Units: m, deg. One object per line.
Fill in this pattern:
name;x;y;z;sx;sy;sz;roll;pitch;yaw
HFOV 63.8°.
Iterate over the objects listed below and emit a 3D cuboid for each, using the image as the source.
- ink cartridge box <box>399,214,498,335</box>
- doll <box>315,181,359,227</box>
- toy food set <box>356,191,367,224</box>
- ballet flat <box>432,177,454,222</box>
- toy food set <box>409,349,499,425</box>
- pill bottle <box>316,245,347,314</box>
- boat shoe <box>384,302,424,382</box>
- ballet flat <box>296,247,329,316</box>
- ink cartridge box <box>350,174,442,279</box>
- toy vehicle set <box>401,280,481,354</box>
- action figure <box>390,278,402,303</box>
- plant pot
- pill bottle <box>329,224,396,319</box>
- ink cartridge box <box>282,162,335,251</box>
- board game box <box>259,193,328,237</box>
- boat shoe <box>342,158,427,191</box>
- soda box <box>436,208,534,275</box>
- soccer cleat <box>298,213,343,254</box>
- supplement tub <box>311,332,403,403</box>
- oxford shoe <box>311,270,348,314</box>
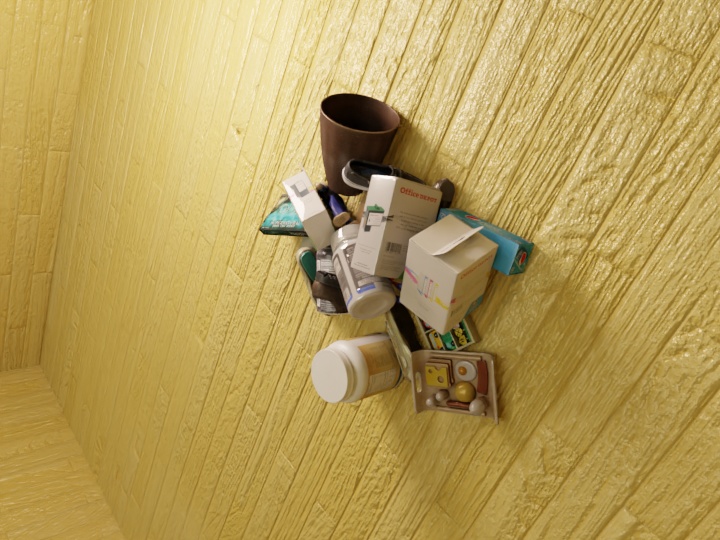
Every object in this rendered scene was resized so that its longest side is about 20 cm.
ink cartridge box;0.173;-0.002;1.148;0.125;0.128;0.201;37;142;29
doll;-0.068;-0.169;1.433;0.048;0.136;0.200;-42;39;10
toy food set;0.066;-0.119;1.377;0.200;0.048;0.199;-36;69;41
ballet flat;0.158;-0.108;1.282;0.046;0.067;0.202;40;120;58
toy food set;0.200;0.251;1.247;0.199;0.060;0.145;-1;100;34
pill bottle;-0.060;0.006;1.473;0.106;0.106;0.202;6;98;44
boat shoe;0.095;0.161;1.361;0.063;0.073;0.202;-31;80;36
ballet flat;-0.120;0.027;1.536;0.069;0.069;0.201;1;118;44
ink cartridge box;0.077;-0.087;1.213;0.084;0.145;0.202;19;98;48
toy vehicle set;0.178;0.089;1.301;0.124;0.026;0.201;-36;70;41
action figure;0.133;0.066;1.289;0.200;0.051;0.066;29;119;46
plant pot;-0.019;-0.284;1.370;0.187;0.186;0.201;45;138;31
pill bottle;0.000;0.000;1.323;0.114;0.113;0.201;-46;50;37
ink cartridge box;-0.129;-0.160;1.427;0.067;0.117;0.201;-26;50;-2
board game box;-0.175;-0.153;1.567;0.199;0.028;0.136;5;57;43
boat shoe;0.059;-0.206;1.282;0.066;0.198;0.070;118;167;-70
soda box;0.248;-0.063;1.192;0.199;0.064;0.068;32;116;38
soccer cleat;-0.114;-0.090;1.546;0.200;0.069;0.078;-52;52;35
supplement tub;-0.003;0.230;1.373;0.144;0.199;0.146;5;98;44
oxford shoe;-0.024;0.070;1.403;0.073;0.199;0.085;-116;46;-79
